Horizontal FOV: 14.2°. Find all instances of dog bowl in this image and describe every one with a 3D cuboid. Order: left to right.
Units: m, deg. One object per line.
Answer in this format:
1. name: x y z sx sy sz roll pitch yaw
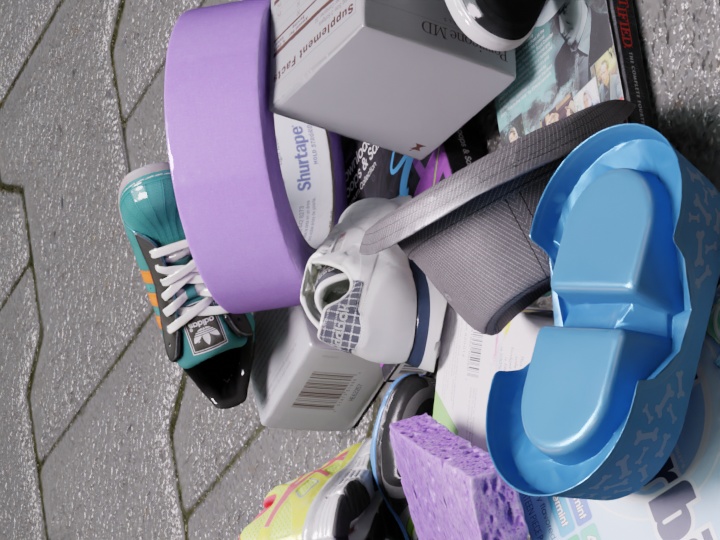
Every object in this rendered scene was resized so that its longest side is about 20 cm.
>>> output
1. dog bowl: 0.131 0.026 1.502 0.111 0.049 0.201 1 73 52

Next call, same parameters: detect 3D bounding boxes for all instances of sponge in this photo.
1. sponge: 0.062 0.150 1.644 0.200 0.030 0.112 -153 46 -77

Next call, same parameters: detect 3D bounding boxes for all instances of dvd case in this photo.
1. dvd case: 0.126 -0.104 1.751 0.146 0.022 0.201 -44 50 54

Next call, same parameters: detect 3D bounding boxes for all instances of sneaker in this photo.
1. sneaker: -0.106 0.012 1.921 0.200 0.071 0.080 68 -175 -49
2. sneaker: -0.025 0.156 1.860 0.200 0.090 0.079 -15 -88 -74
3. sneaker: 0.000 0.000 1.827 0.200 0.080 0.077 -116 30 -69
4. sneaker: 0.059 0.161 1.808 0.083 0.070 0.201 -27 69 57
5. sneaker: 0.102 -0.239 1.724 0.112 0.073 0.201 -43 35 55

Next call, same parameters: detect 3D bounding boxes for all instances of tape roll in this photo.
1. tape roll: -0.065 -0.075 1.884 0.200 0.065 0.201 -9 -90 -77

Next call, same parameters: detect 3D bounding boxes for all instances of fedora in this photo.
1. fedora: 0.092 -0.022 1.636 0.091 0.176 0.200 62 174 1

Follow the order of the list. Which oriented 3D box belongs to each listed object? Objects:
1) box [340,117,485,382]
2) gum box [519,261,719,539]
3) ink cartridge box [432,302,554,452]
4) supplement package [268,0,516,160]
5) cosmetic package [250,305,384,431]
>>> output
1. box: 0.036 -0.047 1.912 0.143 0.036 0.201 124 143 -45
2. gum box: 0.173 0.108 1.516 0.200 0.044 0.171 -36 60 35
3. ink cartridge box: 0.116 0.084 1.694 0.200 0.067 0.118 10 94 64
4. supplement package: 0.019 -0.192 1.830 0.117 0.116 0.201 -39 44 47
5. cosmetic package: -0.041 0.003 2.022 0.102 0.074 0.201 123 143 -46
